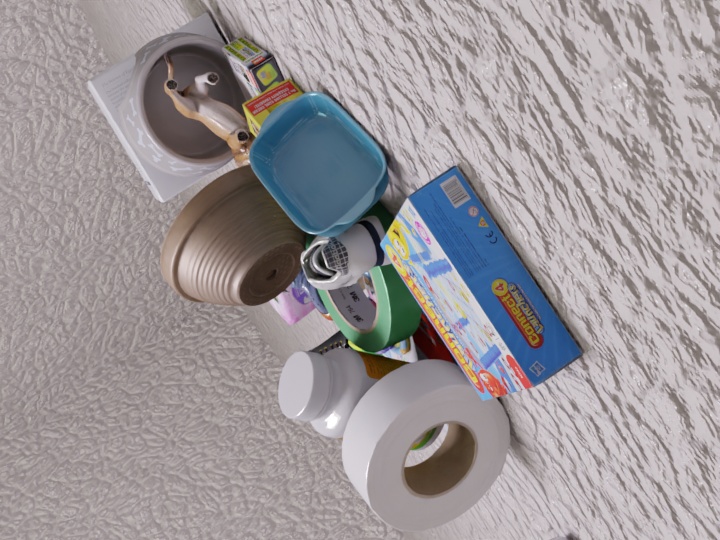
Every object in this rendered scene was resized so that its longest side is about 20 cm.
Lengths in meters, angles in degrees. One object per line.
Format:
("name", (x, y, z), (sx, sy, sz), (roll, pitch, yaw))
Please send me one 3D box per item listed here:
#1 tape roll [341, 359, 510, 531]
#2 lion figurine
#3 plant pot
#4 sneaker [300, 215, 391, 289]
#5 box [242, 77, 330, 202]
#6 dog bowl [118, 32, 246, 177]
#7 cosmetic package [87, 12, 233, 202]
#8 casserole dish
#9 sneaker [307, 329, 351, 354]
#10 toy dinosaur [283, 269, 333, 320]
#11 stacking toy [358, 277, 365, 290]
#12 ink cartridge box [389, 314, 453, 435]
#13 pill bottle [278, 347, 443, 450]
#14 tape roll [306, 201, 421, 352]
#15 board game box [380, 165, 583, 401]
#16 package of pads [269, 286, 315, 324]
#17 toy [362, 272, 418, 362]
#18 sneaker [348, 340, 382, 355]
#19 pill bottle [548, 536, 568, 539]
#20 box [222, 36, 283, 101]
("tape roll", (0.081, 0.211, 1.241), (0.071, 0.202, 0.203), (40, 160, 55))
("lion figurine", (-0.188, -0.201, 1.362), (0.200, 0.073, 0.122), (44, 165, -6))
("plant pot", (-0.134, -0.023, 1.242), (0.093, 0.200, 0.201), (46, 165, 27))
("sneaker", (-0.037, -0.013, 1.177), (0.077, 0.080, 0.200), (64, 157, 3))
("box", (-0.060, -0.143, 1.212), (0.200, 0.075, 0.050), (51, 166, 36))
("dog bowl", (-0.230, -0.231, 1.417), (0.201, 0.200, 0.059), (61, 158, -16))
("cosmetic package", (-0.266, -0.239, 1.520), (0.201, 0.199, 0.123), (61, 169, -14))
("casserole dish", (-0.042, -0.113, 1.121), (0.200, 0.121, 0.039), (50, -175, 38))
("sneaker", (-0.025, 0.146, 1.770), (0.075, 0.106, 0.200), (58, 169, -4))
("toy dinosaur", (-0.069, -0.014, 1.424), (0.182, 0.105, 0.200), (60, -175, 3))
("stacking toy", (-0.067, -0.047, 1.508), (0.201, 0.085, 0.085), (60, 170, 10))
("ink cartridge box", (0.080, 0.122, 1.401), (0.163, 0.057, 0.200), (48, 170, 44))
("pill bottle", (0.002, 0.158, 1.285), (0.199, 0.112, 0.111), (15, -165, -33))
("tape roll", (0.000, 0.000, 1.263), (0.200, 0.048, 0.201), (44, 146, 40))
("board game box", (0.105, 0.021, 0.977), (0.201, 0.056, 0.196), (57, 169, 6))
("package of pads", (-0.102, -0.012, 1.639), (0.076, 0.120, 0.200), (45, 164, 29))
("toy", (0.023, 0.061, 1.375), (0.115, 0.047, 0.201), (39, 145, 54))
("sneaker", (0.032, 0.124, 1.565), (0.084, 0.074, 0.200), (58, 179, 10))
("pill bottle", (0.271, 0.438, 1.265), (0.200, 0.109, 0.109), (52, 168, 27))
("box", (-0.112, -0.205, 1.371), (0.110, 0.035, 0.201), (43, 162, 52))
